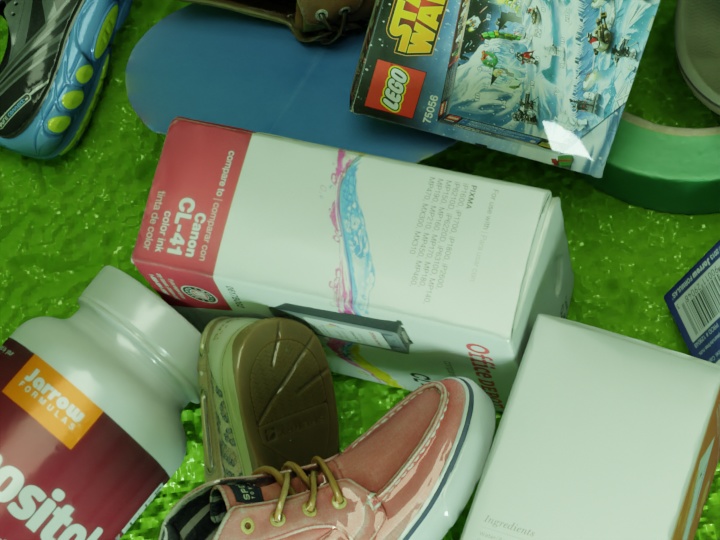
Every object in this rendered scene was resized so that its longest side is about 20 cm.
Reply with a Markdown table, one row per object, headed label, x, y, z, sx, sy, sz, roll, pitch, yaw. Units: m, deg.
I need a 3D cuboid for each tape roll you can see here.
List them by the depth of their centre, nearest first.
| label | x | y | z | sx | sy | sz | roll | pitch | yaw |
| --- | --- | --- | --- | --- | --- | --- | --- | --- | --- |
| tape roll | 0.183 | -0.131 | 1.215 | 0.199 | 0.048 | 0.201 | -3 | 69 | 7 |

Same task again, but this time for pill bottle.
| label | x | y | z | sx | sy | sz | roll | pitch | yaw |
| --- | --- | --- | --- | --- | --- | --- | --- | --- | --- |
| pill bottle | -0.164 | 0.099 | 1.147 | 0.113 | 0.113 | 0.200 | 35 | 78 | 20 |

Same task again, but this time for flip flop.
| label | x | y | z | sx | sy | sz | roll | pitch | yaw |
| --- | --- | --- | --- | --- | --- | --- | --- | --- | --- |
| flip flop | 0.207 | -0.169 | 1.168 | 0.081 | 0.058 | 0.201 | 2 | 69 | 10 |

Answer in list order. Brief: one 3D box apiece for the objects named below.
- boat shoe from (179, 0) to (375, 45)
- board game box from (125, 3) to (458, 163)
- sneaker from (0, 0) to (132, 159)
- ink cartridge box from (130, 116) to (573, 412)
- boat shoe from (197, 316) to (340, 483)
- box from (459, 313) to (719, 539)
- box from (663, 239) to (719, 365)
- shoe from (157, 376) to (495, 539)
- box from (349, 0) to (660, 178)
| label | x | y | z | sx | sy | sz | roll | pitch | yaw |
| --- | --- | --- | --- | --- | --- | --- | --- | --- | --- |
| boat shoe | -0.019 | -0.154 | 1.219 | 0.199 | 0.072 | 0.068 | 15 | 64 | 9 |
| board game box | -0.029 | -0.090 | 1.214 | 0.199 | 0.039 | 0.158 | 11 | 38 | 13 |
| sneaker | -0.171 | -0.163 | 1.272 | 0.082 | 0.071 | 0.200 | 18 | 76 | 9 |
| ink cartridge box | 0.000 | 0.000 | 1.140 | 0.199 | 0.148 | 0.086 | 13 | 74 | 14 |
| boat shoe | -0.042 | 0.120 | 1.125 | 0.073 | 0.063 | 0.201 | -9 | 98 | -34 |
| box | 0.104 | 0.142 | 1.081 | 0.097 | 0.124 | 0.201 | 16 | 73 | 14 |
| box | 0.230 | 0.066 | 1.096 | 0.032 | 0.121 | 0.201 | -6 | 62 | -32 |
| shoe | -0.024 | 0.116 | 1.052 | 0.200 | 0.091 | 0.071 | -52 | 27 | -5 |
| box | 0.085 | -0.159 | 1.114 | 0.136 | 0.040 | 0.201 | 15 | 111 | -6 |
